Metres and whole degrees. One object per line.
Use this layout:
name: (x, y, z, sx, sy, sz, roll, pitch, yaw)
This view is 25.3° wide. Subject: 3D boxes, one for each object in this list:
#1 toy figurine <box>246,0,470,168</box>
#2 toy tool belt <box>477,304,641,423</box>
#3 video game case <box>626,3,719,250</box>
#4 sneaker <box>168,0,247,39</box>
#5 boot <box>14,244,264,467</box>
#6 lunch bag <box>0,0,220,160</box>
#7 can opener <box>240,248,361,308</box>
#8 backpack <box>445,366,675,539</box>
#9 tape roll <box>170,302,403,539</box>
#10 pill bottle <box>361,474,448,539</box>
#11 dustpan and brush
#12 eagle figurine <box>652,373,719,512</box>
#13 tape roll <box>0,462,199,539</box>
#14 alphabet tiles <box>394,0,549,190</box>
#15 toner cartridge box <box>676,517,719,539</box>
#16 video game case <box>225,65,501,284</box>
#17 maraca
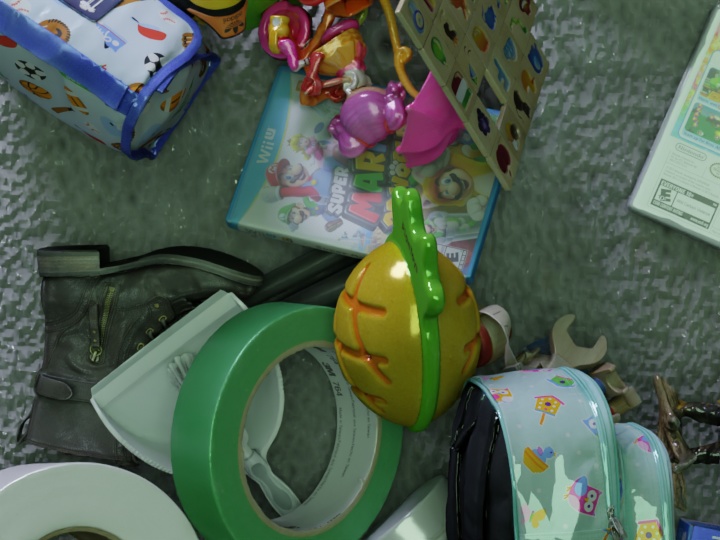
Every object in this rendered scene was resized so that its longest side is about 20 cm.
toy figurine: (0.005, -0.161, 1.224, 0.200, 0.150, 0.184, -28, 76, 21)
toy tool belt: (0.154, 0.102, 1.263, 0.123, 0.125, 0.200, -28, 94, -34)
video game case: (0.343, -0.094, 1.300, 0.200, 0.024, 0.182, 24, 89, 0)
sneaker: (-0.141, -0.235, 1.230, 0.070, 0.200, 0.090, -22, 121, -17)
boot: (-0.175, 0.069, 1.273, 0.200, 0.069, 0.174, 2, 96, 9)
lunch bag: (-0.207, -0.170, 1.200, 0.170, 0.200, 0.124, 33, 98, 1)
can opener: (0.000, 0.000, 1.282, 0.200, 0.067, 0.053, -27, 68, 12)
backpack: (0.135, 0.164, 1.109, 0.153, 0.176, 0.200, -12, 96, -5)
tape roll: (-0.052, 0.125, 1.219, 0.200, 0.048, 0.201, -5, 97, -45)
pill bottle: (0.094, 0.264, 1.249, 0.114, 0.114, 0.200, -42, 90, -1)
dustpan and brush: (-0.101, 0.128, 1.255, 0.140, 0.057, 0.200, -38, 130, -5)
eagle figurine: (0.323, 0.128, 1.241, 0.200, 0.152, 0.151, 3, 48, -7)
tape roll: (-0.227, 0.245, 1.200, 0.202, 0.139, 0.203, 3, 82, -24)
alphabet tiles: (0.092, -0.183, 1.214, 0.008, 0.200, 0.167, -16, 124, 31)
toner cartridge box: (0.349, 0.265, 1.287, 0.200, 0.043, 0.095, 12, 88, -1)
video game case: (0.010, -0.078, 1.255, 0.200, 0.018, 0.143, 13, 72, 13)
maraca: (0.035, 0.031, 1.160, 0.107, 0.200, 0.137, -10, 48, -13)
